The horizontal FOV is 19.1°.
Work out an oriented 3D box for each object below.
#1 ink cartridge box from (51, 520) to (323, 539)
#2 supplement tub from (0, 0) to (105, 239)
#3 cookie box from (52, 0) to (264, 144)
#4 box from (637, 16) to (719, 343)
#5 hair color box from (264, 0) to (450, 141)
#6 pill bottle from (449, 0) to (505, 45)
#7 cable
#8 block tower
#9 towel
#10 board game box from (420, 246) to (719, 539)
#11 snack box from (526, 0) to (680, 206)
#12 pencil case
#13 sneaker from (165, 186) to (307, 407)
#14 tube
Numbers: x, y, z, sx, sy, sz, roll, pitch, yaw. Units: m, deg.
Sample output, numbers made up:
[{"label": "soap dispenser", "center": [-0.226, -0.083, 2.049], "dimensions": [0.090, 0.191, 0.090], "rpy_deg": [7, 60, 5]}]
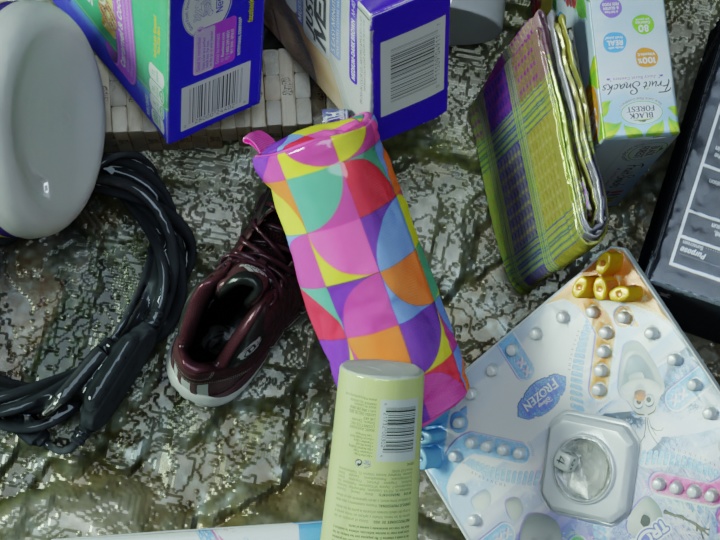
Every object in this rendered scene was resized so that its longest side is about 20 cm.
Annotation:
[{"label": "ink cartridge box", "center": [-0.090, 0.235, 1.323], "dimensions": [0.198, 0.085, 0.146], "rpy_deg": [-3, 79, -4]}, {"label": "supplement tub", "center": [-0.274, -0.094, 1.325], "dimensions": [0.198, 0.145, 0.147], "rpy_deg": [1, 79, 20]}, {"label": "cookie box", "center": [-0.140, -0.211, 1.326], "dimensions": [0.075, 0.172, 0.200], "rpy_deg": [-24, 56, -24]}, {"label": "box", "center": [0.293, -0.043, 1.368], "dimensions": [0.199, 0.123, 0.200], "rpy_deg": [19, 79, 4]}, {"label": "hair color box", "center": [-0.022, -0.186, 1.347], "dimensions": [0.064, 0.110, 0.200], "rpy_deg": [-24, 52, -20]}, {"label": "pill bottle", "center": [0.062, -0.257, 1.405], "dimensions": [0.111, 0.112, 0.202], "rpy_deg": [7, 79, -1]}, {"label": "cable", "center": [-0.199, 0.007, 1.385], "dimensions": [0.162, 0.051, 0.201], "rpy_deg": [29, 82, 8]}, {"label": "block tower", "center": [-0.092, -0.112, 1.402], "dimensions": [0.198, 0.058, 0.054], "rpy_deg": [-4, 79, -2]}, {"label": "towel", "center": [0.110, -0.067, 1.329], "dimensions": [0.023, 0.200, 0.145], "rpy_deg": [-10, 80, -11]}, {"label": "board game box", "center": [0.137, 0.122, 1.310], "dimensions": [0.200, 0.026, 0.201], "rpy_deg": [-42, 68, 26]}, {"label": "snack box", "center": [0.149, -0.127, 1.340], "dimensions": [0.053, 0.200, 0.143], "rpy_deg": [-6, 79, -5]}, {"label": "pencil case", "center": [0.000, 0.000, 1.304], "dimensions": [0.088, 0.088, 0.201], "rpy_deg": [-21, 100, -6]}, {"label": "sneaker", "center": [-0.053, -0.004, 1.353], "dimensions": [0.075, 0.116, 0.201], "rpy_deg": [31, 80, 4]}, {"label": "tube", "center": [0.004, 0.154, 1.265], "dimensions": [0.058, 0.052, 0.202], "rpy_deg": [10, 101, 38]}]
